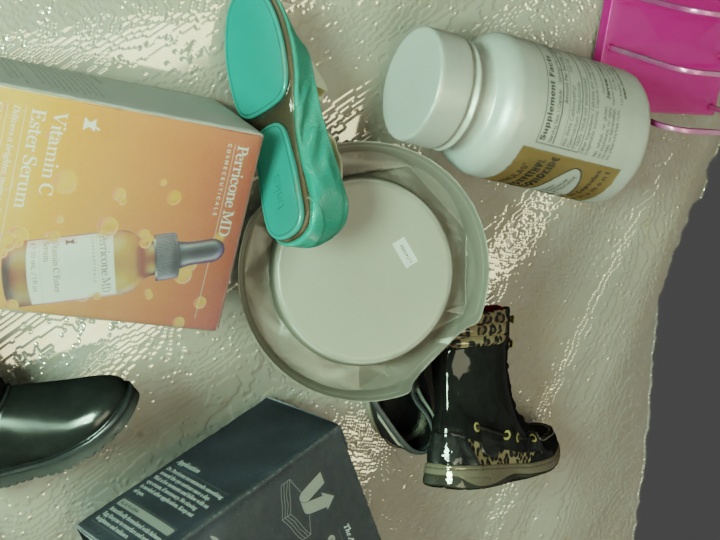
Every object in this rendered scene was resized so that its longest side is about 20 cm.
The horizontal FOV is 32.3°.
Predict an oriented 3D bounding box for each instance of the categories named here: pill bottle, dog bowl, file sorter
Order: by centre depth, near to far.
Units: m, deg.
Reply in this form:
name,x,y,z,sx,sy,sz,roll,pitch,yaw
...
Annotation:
name,x,y,z,sx,sy,sz,roll,pitch,yaw
dog bowl,0.000,0.000,0.983,0.198,0.059,0.203,0,92,-10
pill bottle,0.124,-0.127,0.998,0.198,0.114,0.116,11,104,-28
file sorter,0.295,-0.220,1.040,0.137,0.125,0.202,-1,110,-25

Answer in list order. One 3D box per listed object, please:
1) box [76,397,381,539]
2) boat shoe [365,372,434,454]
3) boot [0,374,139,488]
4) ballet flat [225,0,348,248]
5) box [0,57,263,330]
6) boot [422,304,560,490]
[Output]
name,x,y,z,sx,sy,sz,roll,pitch,yaw
box,-0.088,0.244,1.000,0.199,0.117,0.198,-32,115,-29
boat shoe,0.025,0.069,1.055,0.072,0.063,0.202,-25,118,-15
boot,-0.277,0.062,0.877,0.164,0.066,0.201,-26,120,16
ballet flat,-0.052,-0.112,0.923,0.070,0.067,0.202,4,70,-52
box,-0.190,-0.054,0.878,0.198,0.106,0.154,7,106,-28
boot,0.117,0.107,1.099,0.199,0.073,0.153,-2,90,-53
